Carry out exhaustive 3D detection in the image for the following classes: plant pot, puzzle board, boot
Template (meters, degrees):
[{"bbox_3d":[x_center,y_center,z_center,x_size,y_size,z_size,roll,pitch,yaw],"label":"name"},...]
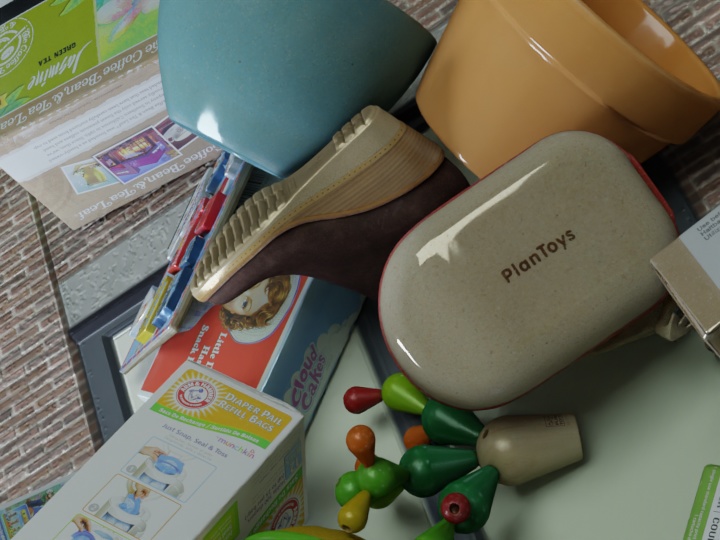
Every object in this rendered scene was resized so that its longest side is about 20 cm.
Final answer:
[{"bbox_3d":[0.130,-0.131,1.315,0.140,0.199,0.201,-49,46,18],"label":"plant pot"},{"bbox_3d":[-0.064,-0.145,1.344,0.199,0.200,0.136,27,89,41],"label":"plant pot"},{"bbox_3d":[-0.126,-0.026,1.456,0.151,0.017,0.201,-35,29,63],"label":"puzzle board"},{"bbox_3d":[0.000,0.000,1.325,0.200,0.166,0.073,-39,21,17],"label":"boot"}]

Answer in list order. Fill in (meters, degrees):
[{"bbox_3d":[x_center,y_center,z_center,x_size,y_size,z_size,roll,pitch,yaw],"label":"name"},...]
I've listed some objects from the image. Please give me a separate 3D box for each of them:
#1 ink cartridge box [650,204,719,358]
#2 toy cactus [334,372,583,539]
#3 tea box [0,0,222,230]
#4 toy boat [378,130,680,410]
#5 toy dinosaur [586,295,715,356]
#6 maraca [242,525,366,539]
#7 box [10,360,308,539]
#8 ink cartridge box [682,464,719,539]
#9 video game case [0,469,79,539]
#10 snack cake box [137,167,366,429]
[{"bbox_3d":[0.292,-0.006,1.133,0.199,0.165,0.075,-37,47,6],"label":"ink cartridge box"},{"bbox_3d":[0.060,0.116,1.252,0.163,0.103,0.200,-12,21,0],"label":"toy cactus"},{"bbox_3d":[-0.200,-0.177,1.588,0.199,0.134,0.198,-26,51,18],"label":"tea box"},{"bbox_3d":[0.107,0.007,1.245,0.199,0.131,0.131,-33,78,-2],"label":"toy boat"},{"bbox_3d":[0.215,0.018,1.250,0.200,0.058,0.101,-45,22,14],"label":"toy dinosaur"},{"bbox_3d":[-0.003,0.229,1.210,0.199,0.138,0.107,15,43,31],"label":"maraca"},{"bbox_3d":[-0.129,0.173,1.270,0.101,0.113,0.200,22,47,24],"label":"box"},{"bbox_3d":[0.276,0.200,1.072,0.199,0.076,0.149,4,64,37],"label":"ink cartridge box"},{"bbox_3d":[-0.242,0.227,1.393,0.198,0.018,0.144,-24,48,-6],"label":"video game case"},{"bbox_3d":[-0.067,0.028,1.414,0.114,0.067,0.201,12,69,37],"label":"snack cake box"}]
